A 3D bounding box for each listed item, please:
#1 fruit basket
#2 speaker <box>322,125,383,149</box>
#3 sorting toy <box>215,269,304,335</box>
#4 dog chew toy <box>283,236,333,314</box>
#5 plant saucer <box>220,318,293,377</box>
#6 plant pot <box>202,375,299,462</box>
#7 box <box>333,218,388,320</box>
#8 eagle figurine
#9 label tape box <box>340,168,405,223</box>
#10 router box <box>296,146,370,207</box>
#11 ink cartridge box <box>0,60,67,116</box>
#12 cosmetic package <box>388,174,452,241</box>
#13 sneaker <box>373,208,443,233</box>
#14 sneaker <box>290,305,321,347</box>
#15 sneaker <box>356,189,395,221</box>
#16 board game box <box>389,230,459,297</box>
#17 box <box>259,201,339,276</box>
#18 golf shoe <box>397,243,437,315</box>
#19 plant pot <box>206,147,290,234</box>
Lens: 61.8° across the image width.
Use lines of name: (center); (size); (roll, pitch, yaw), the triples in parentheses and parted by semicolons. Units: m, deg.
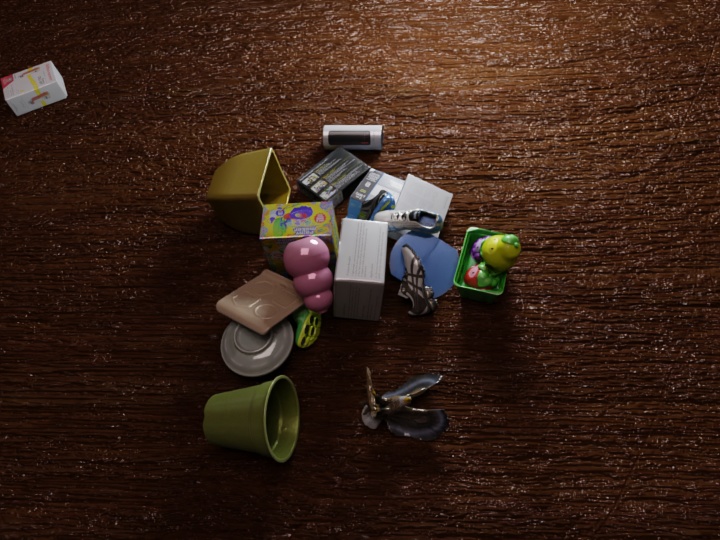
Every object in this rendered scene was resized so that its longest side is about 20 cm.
fruit basket: (0.346, -0.033, 1.622); (0.154, 0.216, 0.217); (12, 59, 13)
speaker: (-0.022, -0.442, 1.998); (0.198, 0.081, 0.082); (2, 57, 7)
sorting toy: (-0.256, 0.085, 1.614); (0.184, 0.037, 0.200); (23, 42, 28)
dog chew toy: (-0.127, 0.015, 1.577); (0.123, 0.125, 0.202); (-17, 94, -6)
plant saucer: (-0.276, 0.177, 1.578); (0.198, 0.050, 0.202); (-4, 57, 5)
plant pot: (-0.271, 0.360, 1.454); (0.188, 0.201, 0.202); (-5, 56, 16)
box: (0.000, 0.000, 1.631); (0.129, 0.201, 0.201); (6, 57, 0)
eagle figurine: (0.107, 0.329, 1.475); (0.198, 0.151, 0.153); (8, 97, -24)
label tape box: (0.047, -0.205, 1.845); (0.142, 0.066, 0.201); (25, 61, 19)
router box: (-0.084, -0.294, 1.924); (0.200, 0.051, 0.149); (-41, 60, -19)
ink cartridge box: (-1.240, -0.694, 2.284); (0.199, 0.084, 0.146); (-25, 58, -10)
cosmetic package: (0.173, -0.166, 1.778); (0.150, 0.052, 0.201); (23, 66, -1)
sneaker: (0.133, -0.145, 1.681); (0.198, 0.073, 0.073); (5, 63, 12)
sneaker: (-0.156, 0.123, 1.660); (0.083, 0.074, 0.202); (-13, 56, 27)
sneaker: (0.025, -0.156, 1.777); (0.200, 0.070, 0.083); (-46, 39, 22)
board game box: (0.182, -0.020, 1.711); (0.199, 0.039, 0.159); (32, 85, 4)
box: (-0.166, -0.085, 1.712); (0.198, 0.193, 0.123); (-2, 56, 4)
golf shoe: (0.138, 0.027, 1.647); (0.094, 0.078, 0.202); (-20, 81, 1)
plant pot: (-0.350, -0.234, 1.836); (0.198, 0.196, 0.196); (0, 57, 14)
